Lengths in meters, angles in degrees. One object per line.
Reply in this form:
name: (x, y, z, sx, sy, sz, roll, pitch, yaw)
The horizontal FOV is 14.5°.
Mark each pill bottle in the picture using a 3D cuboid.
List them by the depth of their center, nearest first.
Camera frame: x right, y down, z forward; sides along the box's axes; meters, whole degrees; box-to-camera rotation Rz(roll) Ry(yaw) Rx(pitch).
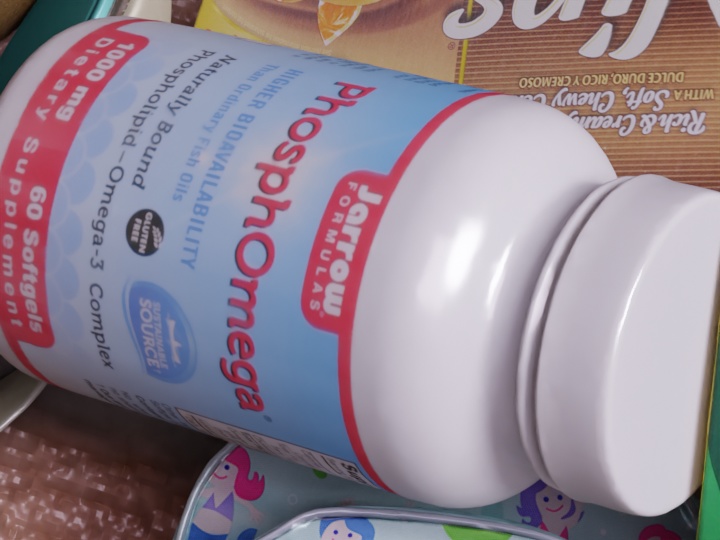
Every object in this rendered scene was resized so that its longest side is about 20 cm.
pill bottle: (0.000, 0.000, 0.751, 0.199, 0.109, 0.109, 14, 80, 32)

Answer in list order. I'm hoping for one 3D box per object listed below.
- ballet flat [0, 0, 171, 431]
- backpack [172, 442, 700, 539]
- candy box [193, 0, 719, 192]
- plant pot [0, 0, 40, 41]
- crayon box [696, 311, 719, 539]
ballet flat: (-0.101, -0.010, 0.843, 0.069, 0.069, 0.200, 34, 82, -6)
backpack: (0.018, 0.133, 0.802, 0.176, 0.151, 0.201, 9, 68, 4)
candy box: (0.052, -0.081, 0.818, 0.199, 0.055, 0.116, 12, 81, 33)
plant pot: (-0.150, -0.155, 0.772, 0.185, 0.200, 0.188, 1, 83, -10)
crayon box: (0.166, 0.061, 0.771, 0.200, 0.058, 0.174, -9, 106, -51)
